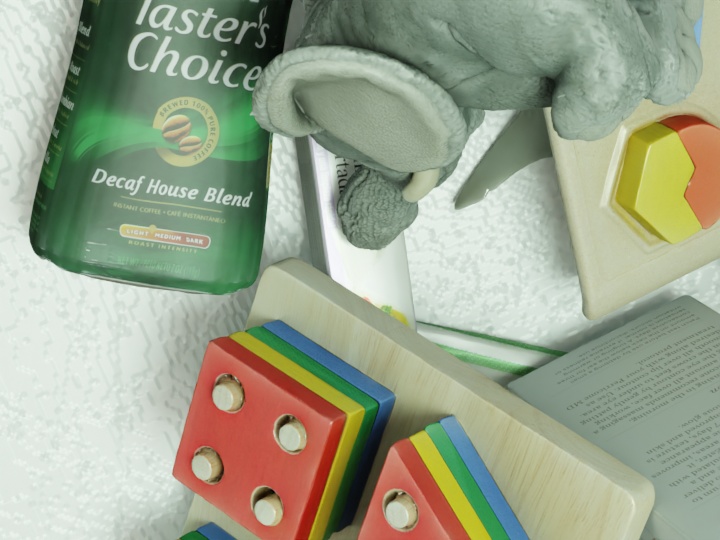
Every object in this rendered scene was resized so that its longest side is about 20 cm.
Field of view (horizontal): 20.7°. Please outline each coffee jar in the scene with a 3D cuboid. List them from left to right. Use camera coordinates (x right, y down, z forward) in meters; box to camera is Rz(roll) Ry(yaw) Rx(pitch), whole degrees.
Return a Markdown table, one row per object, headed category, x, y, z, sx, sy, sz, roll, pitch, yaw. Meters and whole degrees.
| category | x | y | z | sx | sy | sz | roll | pitch | yaw |
| --- | --- | --- | --- | --- | --- | --- | --- | --- | --- |
| coffee jar | -0.078 | -0.096 | 0.851 | 0.104 | 0.085 | 0.201 | 8 | 101 | -12 |

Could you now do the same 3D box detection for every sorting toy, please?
| category | x | y | z | sx | sy | sz | roll | pitch | yaw |
| --- | --- | --- | --- | --- | --- | --- | --- | --- | --- |
| sorting toy | -0.003 | 0.132 | 0.844 | 0.198 | 0.069 | 0.201 | 32 | 118 | 26 |
| sorting toy | 0.165 | -0.090 | 0.868 | 0.184 | 0.036 | 0.201 | -25 | 124 | -18 |

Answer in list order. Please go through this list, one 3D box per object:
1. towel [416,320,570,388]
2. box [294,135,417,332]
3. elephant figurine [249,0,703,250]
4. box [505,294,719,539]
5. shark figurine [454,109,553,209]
| category | x | y | z | sx | sy | sz | roll | pitch | yaw |
| --- | --- | --- | --- | --- | --- | --- | --- | --- | --- |
| towel | 0.037 | 0.127 | 0.957 | 0.152 | 0.023 | 0.201 | 11 | 101 | -13 |
| box | 0.000 | 0.000 | 0.892 | 0.038 | 0.041 | 0.201 | -9 | 94 | -12 |
| elephant figurine | 0.019 | -0.086 | 0.757 | 0.199 | 0.141 | 0.156 | -20 | 98 | 34 |
| box | 0.169 | 0.124 | 0.874 | 0.106 | 0.200 | 0.153 | -25 | 115 | -12 |
| shark figurine | 0.044 | -0.141 | 0.880 | 0.089 | 0.129 | 0.215 | -4 | 135 | 22 |
